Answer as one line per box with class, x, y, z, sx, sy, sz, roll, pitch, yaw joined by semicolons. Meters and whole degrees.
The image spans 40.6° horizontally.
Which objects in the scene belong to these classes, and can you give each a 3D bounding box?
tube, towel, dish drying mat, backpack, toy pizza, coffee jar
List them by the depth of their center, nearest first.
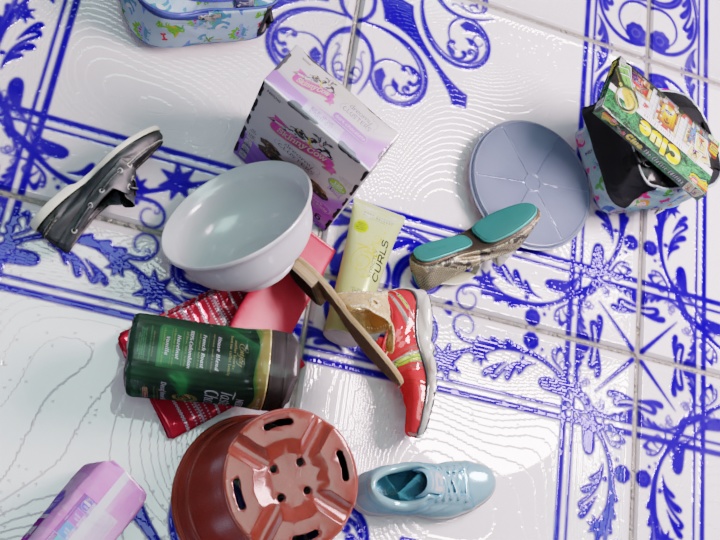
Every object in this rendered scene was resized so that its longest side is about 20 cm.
coffee jar;-0.169;0.109;1.121;0.197;0.105;0.086;7;63;-9
towel;-0.183;0.100;1.202;0.198;0.022;0.146;-27;83;-25
dish drying mat;-0.102;0.028;1.241;0.076;0.018;0.201;37;55;-14
tube;0.000;0.000;1.286;0.058;0.051;0.202;45;53;-44
backpack;-0.222;-0.402;1.290;0.198;0.147;0.185;-15;75;-20
toy pizza;0.245;-0.123;1.421;0.197;0.032;0.203;6;72;-18
backpack;0.427;-0.175;1.434;0.198;0.150;0.180;-7;73;-28

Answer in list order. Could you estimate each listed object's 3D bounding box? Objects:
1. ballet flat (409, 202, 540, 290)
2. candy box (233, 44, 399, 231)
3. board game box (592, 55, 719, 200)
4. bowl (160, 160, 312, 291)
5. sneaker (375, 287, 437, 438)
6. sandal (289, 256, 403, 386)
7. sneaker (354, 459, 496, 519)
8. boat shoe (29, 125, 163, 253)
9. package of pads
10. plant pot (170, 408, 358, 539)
ballet flat;0.159;-0.027;1.337;0.198;0.076;0.068;-24;38;-12
candy box;-0.062;-0.161;1.234;0.167;0.200;0.072;41;64;-1
board game box;0.409;-0.195;1.335;0.199;0.023;0.106;36;60;-14
bowl;-0.138;-0.040;1.202;0.201;0.200;0.091;-47;133;-26
sneaker;0.052;0.120;1.259;0.084;0.077;0.203;0;65;-7
sandal;0.001;0.042;1.196;0.069;0.078;0.212;-41;66;-13
sneaker;0.088;0.272;1.205;0.197;0.082;0.075;-4;74;-20
boat shoe;-0.308;-0.097;1.197;0.066;0.074;0.199;47;65;-1
package of pads;-0.320;0.296;1.033;0.076;0.120;0.201;42;64;-7
plant pot;-0.099;0.244;1.086;0.198;0.195;0.204;6;70;-17
